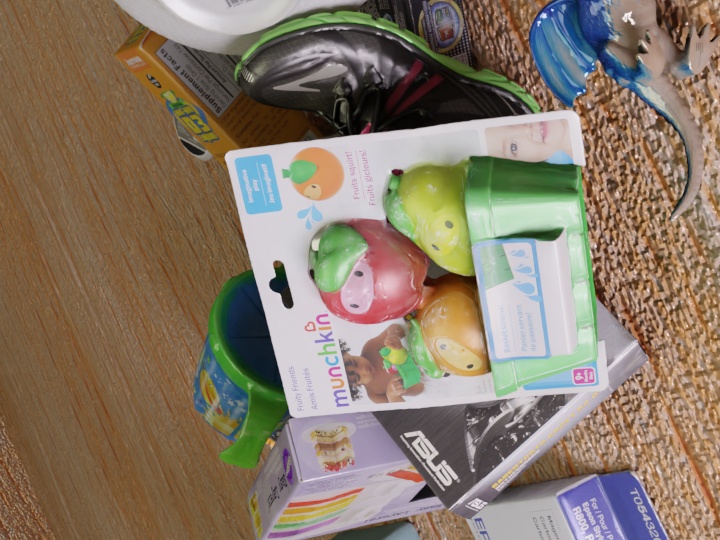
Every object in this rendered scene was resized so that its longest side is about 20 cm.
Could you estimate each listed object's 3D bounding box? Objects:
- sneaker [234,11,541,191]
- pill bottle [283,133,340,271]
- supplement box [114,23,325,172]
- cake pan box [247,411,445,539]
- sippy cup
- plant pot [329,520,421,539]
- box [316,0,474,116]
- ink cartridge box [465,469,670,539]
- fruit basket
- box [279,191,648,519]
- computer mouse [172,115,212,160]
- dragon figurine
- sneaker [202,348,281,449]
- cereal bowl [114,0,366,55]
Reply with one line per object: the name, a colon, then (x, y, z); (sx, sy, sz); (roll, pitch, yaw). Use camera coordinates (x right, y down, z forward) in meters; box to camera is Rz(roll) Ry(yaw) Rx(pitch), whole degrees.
sneaker: (0.021, -0.095, 0.747); (0.077, 0.200, 0.084); (121, 161, -54)
pill bottle: (0.000, 0.000, 0.942); (0.111, 0.111, 0.200); (13, 122, 58)
supplement box: (-0.100, -0.126, 0.986); (0.200, 0.069, 0.067); (47, 160, -20)
cake pan box: (0.025, 0.145, 0.926); (0.184, 0.200, 0.052); (123, 136, -61)
sippy cup: (-0.090, 0.088, 1.122); (0.140, 0.178, 0.130); (47, 137, 11)
plant pot: (-0.025, 0.383, 1.196); (0.197, 0.200, 0.196); (64, 152, 4)
box: (0.003, -0.201, 0.852); (0.160, 0.044, 0.200); (18, 126, 56)
ink cartridge box: (0.173, 0.250, 0.910); (0.197, 0.043, 0.200); (65, 154, 4)
fruit basket: (0.036, 0.006, 0.709); (0.094, 0.200, 0.186); (-85, -14, -62)
box: (0.064, 0.037, 0.813); (0.200, 0.158, 0.048); (50, -174, 28)
computer mouse: (-0.143, -0.199, 1.122); (0.110, 0.044, 0.200); (31, 131, 42)
dragon figurine: (0.133, -0.126, 0.663); (0.099, 0.059, 0.200); (-10, 102, 62)
sneaker: (-0.085, 0.109, 1.230); (0.200, 0.078, 0.077); (41, 124, 28)
cereal bowl: (-0.076, -0.202, 0.723); (0.200, 0.200, 0.083); (101, 174, -48)
